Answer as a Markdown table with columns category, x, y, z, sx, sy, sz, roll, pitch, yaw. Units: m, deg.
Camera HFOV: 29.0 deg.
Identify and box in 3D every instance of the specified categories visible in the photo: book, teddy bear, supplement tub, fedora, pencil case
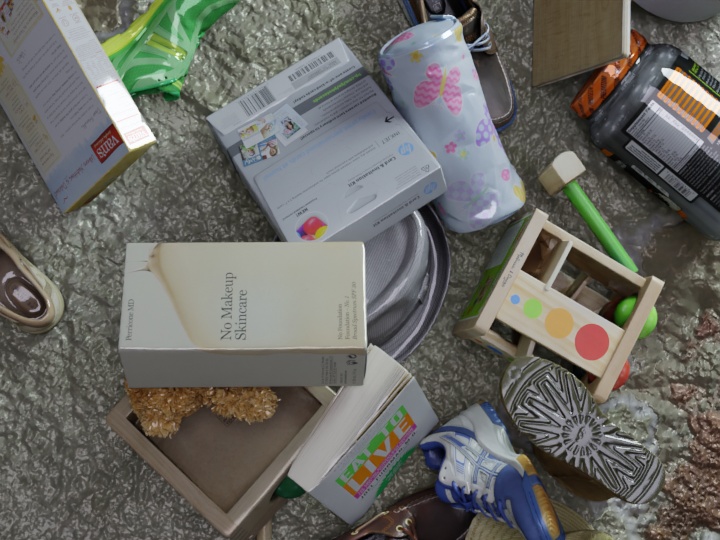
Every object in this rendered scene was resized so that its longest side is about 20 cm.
| category | x | y | z | sx | sy | sz | roll | pitch | yaw |
| --- | --- | --- | --- | --- | --- | --- | --- | --- | --- |
| book | 0.004 | 0.155 | 1.250 | 0.048 | 0.200 | 0.134 | 36 | 83 | 19 |
| teddy bear | -0.112 | 0.068 | 1.200 | 0.198 | 0.067 | 0.146 | -5 | 72 | 3 |
| supplement tub | 0.308 | -0.133 | 1.342 | 0.200 | 0.123 | 0.123 | 39 | 83 | -1 |
| fedora | 0.000 | 0.000 | 1.316 | 0.176 | 0.090 | 0.201 | 31 | 83 | -1 |
| pencil case | 0.088 | -0.136 | 1.310 | 0.090 | 0.083 | 0.201 | -29 | 110 | -10 |

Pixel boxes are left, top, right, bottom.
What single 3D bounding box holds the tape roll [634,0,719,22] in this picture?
| category | x | y | z | sx | sy | sz | roll | pitch | yaw |
| --- | --- | --- | --- | --- | --- | --- | --- | --- | --- |
| tape roll | 0.341 | -0.353 | 1.332 | 0.201 | 0.139 | 0.205 | 2 | 86 | -23 |

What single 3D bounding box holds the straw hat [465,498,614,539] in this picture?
| category | x | y | z | sx | sy | sz | roll | pitch | yaw |
| --- | --- | --- | --- | --- | --- | --- | --- | --- | --- |
| straw hat | 0.196 | 0.278 | 1.266 | 0.200 | 0.085 | 0.203 | 18 | 55 | -28 |

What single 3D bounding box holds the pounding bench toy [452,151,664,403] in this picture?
| category | x | y | z | sx | sy | sz | roll | pitch | yaw |
| --- | --- | --- | --- | --- | --- | --- | --- | --- | --- |
| pounding bench toy | 0.208 | 0.008 | 1.319 | 0.155 | 0.124 | 0.201 | 29 | 83 | -3 |

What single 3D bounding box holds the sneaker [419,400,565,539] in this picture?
| category | x | y | z | sx | sy | sz | roll | pitch | yaw |
| --- | --- | --- | --- | --- | --- | --- | --- | --- | --- |
| sneaker | 0.118 | 0.202 | 1.270 | 0.088 | 0.200 | 0.076 | -27 | 118 | -5 |

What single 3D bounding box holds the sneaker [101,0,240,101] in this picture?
| category | x | y | z | sx | sy | sz | roll | pitch | yaw |
| --- | --- | --- | --- | --- | --- | --- | --- | --- | --- |
| sneaker | -0.186 | -0.207 | 1.328 | 0.200 | 0.074 | 0.084 | -39 | 87 | 2 |

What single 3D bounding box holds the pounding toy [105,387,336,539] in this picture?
| category | x | y | z | sx | sy | sz | roll | pitch | yaw |
| --- | --- | --- | --- | --- | --- | --- | --- | --- | --- |
| pounding toy | -0.108 | 0.166 | 1.281 | 0.200 | 0.142 | 0.184 | 41 | 82 | 13 |

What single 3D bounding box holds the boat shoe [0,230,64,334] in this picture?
| category | x | y | z | sx | sy | sz | roll | pitch | yaw |
| --- | --- | --- | --- | --- | --- | --- | --- | --- | --- |
| boat shoe | -0.360 | -0.017 | 1.295 | 0.199 | 0.065 | 0.072 | 36 | 83 | -2 |

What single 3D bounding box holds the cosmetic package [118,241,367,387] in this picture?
| category | x | y | z | sx | sy | sz | roll | pitch | yaw |
| --- | --- | --- | --- | --- | --- | --- | --- | --- | --- |
| cosmetic package | -0.094 | 0.036 | 1.147 | 0.198 | 0.073 | 0.104 | -1 | 60 | -3 |

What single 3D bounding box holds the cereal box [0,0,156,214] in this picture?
| category | x | y | z | sx | sy | sz | roll | pitch | yaw |
| --- | --- | --- | --- | --- | --- | --- | --- | --- | --- |
| cereal box | -0.281 | -0.169 | 1.282 | 0.039 | 0.144 | 0.201 | -30 | 89 | -43 |

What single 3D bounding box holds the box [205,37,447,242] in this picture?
| category | x | y | z | sx | sy | sz | roll | pitch | yaw |
| --- | --- | --- | --- | --- | --- | --- | --- | --- | --- |
| box | -0.034 | -0.109 | 1.294 | 0.155 | 0.041 | 0.200 | -32 | 54 | -5 |

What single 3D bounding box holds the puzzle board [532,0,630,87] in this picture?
| category | x | y | z | sx | sy | sz | roll | pitch | yaw |
| --- | --- | --- | --- | --- | --- | --- | --- | --- | --- |
| puzzle board | 0.214 | -0.288 | 1.337 | 0.017 | 0.150 | 0.202 | 5 | 84 | -25 |

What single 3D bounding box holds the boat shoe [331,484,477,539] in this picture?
| category | x | y | z | sx | sy | sz | roll | pitch | yaw |
| --- | --- | --- | --- | --- | --- | --- | --- | --- | --- |
| boat shoe | 0.029 | 0.262 | 1.308 | 0.199 | 0.070 | 0.071 | -28 | 87 | -9 |

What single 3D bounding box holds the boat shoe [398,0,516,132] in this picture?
| category | x | y | z | sx | sy | sz | roll | pitch | yaw |
| --- | --- | --- | --- | --- | --- | --- | --- | --- | --- |
| boat shoe | 0.092 | -0.226 | 1.353 | 0.072 | 0.072 | 0.201 | -32 | 89 | -9 |

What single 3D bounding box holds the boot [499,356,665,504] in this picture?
| category | x | y | z | sx | sy | sz | roll | pitch | yaw |
| --- | --- | --- | --- | --- | --- | --- | --- | --- | --- |
| boot | 0.183 | 0.153 | 1.267 | 0.175 | 0.200 | 0.066 | 44 | 83 | 2 |
